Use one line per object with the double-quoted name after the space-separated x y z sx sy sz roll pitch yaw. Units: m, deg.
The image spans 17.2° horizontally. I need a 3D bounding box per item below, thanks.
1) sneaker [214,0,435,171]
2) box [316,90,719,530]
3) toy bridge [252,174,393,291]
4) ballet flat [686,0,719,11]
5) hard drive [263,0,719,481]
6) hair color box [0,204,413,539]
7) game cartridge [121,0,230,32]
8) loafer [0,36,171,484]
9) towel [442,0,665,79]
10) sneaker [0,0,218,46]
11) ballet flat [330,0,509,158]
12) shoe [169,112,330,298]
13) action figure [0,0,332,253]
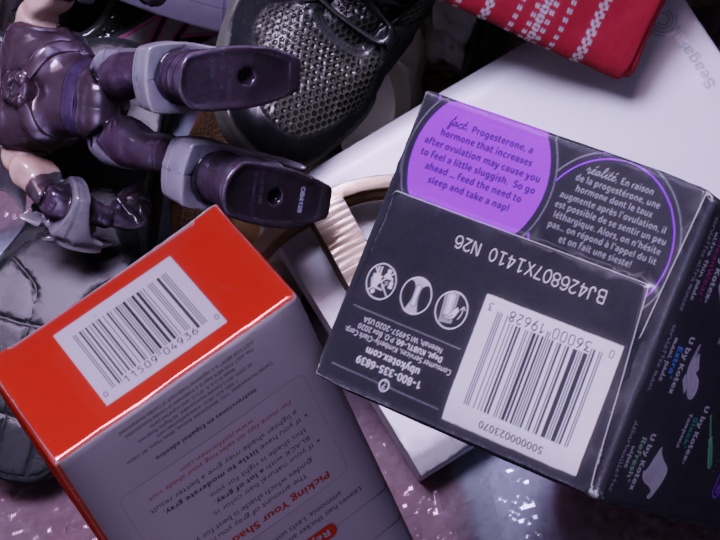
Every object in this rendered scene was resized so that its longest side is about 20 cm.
0.011 -0.132 0.987 0.076 0.114 0.200 40 64 -7 "sneaker"
0.096 0.024 0.848 0.122 0.200 0.107 23 92 34 "box"
0.000 0.000 0.954 0.199 0.027 0.067 -29 78 -5 "toy bridge"
0.169 -0.150 1.085 0.199 0.046 0.068 -11 49 12 "ballet flat"
0.074 -0.022 0.986 0.199 0.026 0.132 -31 79 -6 "hard drive"
-0.047 0.081 0.866 0.101 0.200 0.061 -34 48 -10 "hair color box"
-0.083 -0.173 1.099 0.199 0.041 0.134 24 50 15 "game cartridge"
-0.121 0.001 1.053 0.072 0.072 0.201 14 75 8 "loafer"
0.052 -0.176 0.938 0.145 0.199 0.022 -64 14 11 "towel"
-0.089 -0.138 1.134 0.200 0.087 0.080 -44 39 -18 "sneaker"
0.026 -0.087 1.070 0.068 0.069 0.201 -3 50 20 "ballet flat"
-0.048 -0.026 1.064 0.070 0.053 0.201 -34 33 37 "shoe"
-0.099 -0.066 0.970 0.069 0.131 0.199 -13 20 -38 "action figure"
